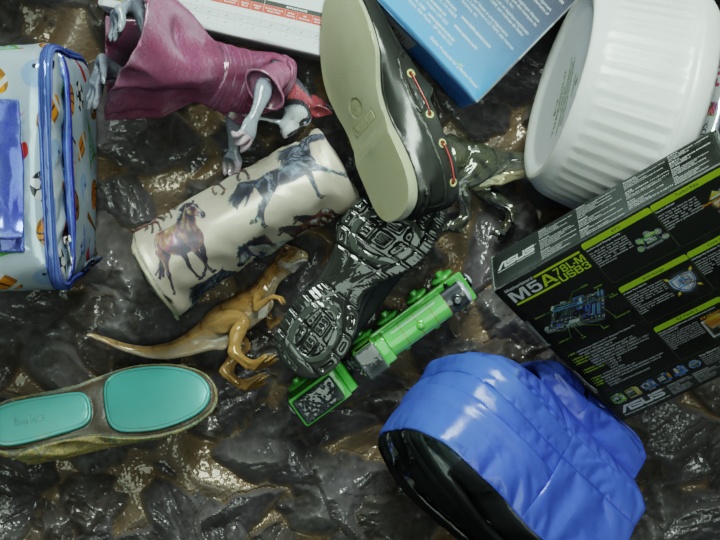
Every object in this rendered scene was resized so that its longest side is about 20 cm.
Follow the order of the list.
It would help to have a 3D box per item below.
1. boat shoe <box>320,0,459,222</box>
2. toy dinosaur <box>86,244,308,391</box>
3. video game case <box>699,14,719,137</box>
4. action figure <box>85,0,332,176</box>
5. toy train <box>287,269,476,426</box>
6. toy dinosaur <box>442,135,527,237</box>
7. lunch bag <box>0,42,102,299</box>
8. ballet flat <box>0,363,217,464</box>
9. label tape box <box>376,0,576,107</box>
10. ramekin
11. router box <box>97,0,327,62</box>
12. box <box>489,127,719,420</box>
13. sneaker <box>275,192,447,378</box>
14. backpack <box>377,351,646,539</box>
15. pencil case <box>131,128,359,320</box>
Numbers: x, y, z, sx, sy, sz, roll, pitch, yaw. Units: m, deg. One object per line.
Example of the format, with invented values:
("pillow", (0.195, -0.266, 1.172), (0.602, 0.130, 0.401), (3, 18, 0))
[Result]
("boat shoe", (0.021, -0.137, 0.871), (0.063, 0.074, 0.202), (-11, 77, -35))
("toy dinosaur", (-0.122, 0.054, 0.948), (0.199, 0.060, 0.107), (-31, 69, -4))
("video game case", (0.318, -0.130, 0.888), (0.023, 0.200, 0.183), (11, 82, 33))
("action figure", (-0.116, -0.160, 0.881), (0.199, 0.134, 0.150), (6, 82, -27))
("toy train", (0.018, 0.067, 0.952), (0.200, 0.056, 0.042), (-37, 98, 0))
("toy dinosaur", (0.105, -0.075, 0.951), (0.199, 0.047, 0.089), (5, 90, -9))
("lunch bag", (-0.254, -0.077, 0.859), (0.075, 0.160, 0.201), (-2, 96, -4))
("ballet flat", (-0.219, 0.126, 0.935), (0.199, 0.071, 0.071), (-11, 97, -3))
("label tape box", (0.111, -0.260, 0.919), (0.143, 0.066, 0.200), (45, 86, -8))
("ramekin", (0.202, -0.136, 0.871), (0.094, 0.202, 0.204), (15, 95, -5))
("router box", (-0.102, -0.285, 0.905), (0.199, 0.049, 0.181), (12, 95, -6))
("box", (0.234, 0.014, 0.834), (0.199, 0.048, 0.193), (-32, 120, 27))
("sneaker", (0.000, 0.000, 0.925), (0.076, 0.091, 0.200), (41, 92, 3))
("backpack", (0.124, 0.155, 0.924), (0.200, 0.162, 0.168), (40, 63, -8))
("pencil case", (-0.093, -0.041, 0.908), (0.199, 0.090, 0.078), (-31, 62, -10))
